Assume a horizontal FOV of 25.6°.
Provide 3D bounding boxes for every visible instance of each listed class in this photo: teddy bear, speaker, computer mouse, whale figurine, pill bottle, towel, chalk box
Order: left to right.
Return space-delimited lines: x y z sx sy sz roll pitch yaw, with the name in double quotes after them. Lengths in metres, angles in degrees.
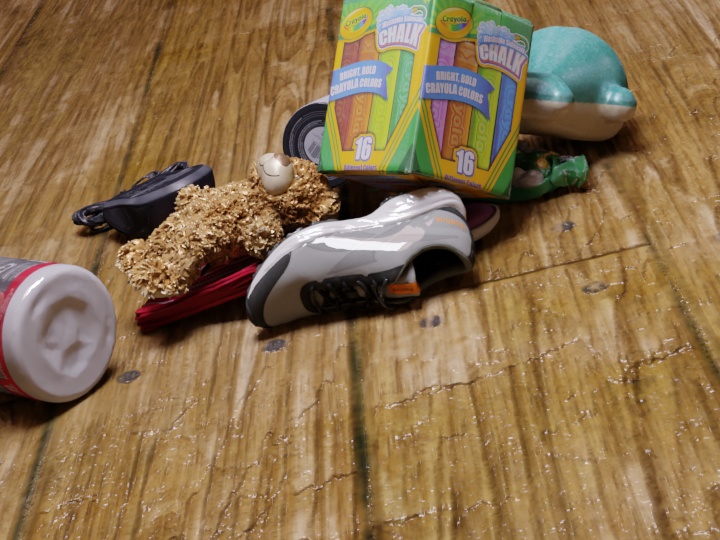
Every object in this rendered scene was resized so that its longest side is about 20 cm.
-0.306 0.043 1.315 0.199 0.112 0.111 5 30 39 "pill bottle"
-0.195 -0.064 1.566 0.138 0.053 0.200 -28 12 -22 "computer mouse"
-0.118 -0.043 1.348 0.199 0.067 0.145 -23 20 4 "teddy bear"
-0.113 -0.018 1.414 0.144 0.023 0.200 -19 21 21 "towel"
-0.006 -0.135 1.520 0.080 0.082 0.200 -6 12 18 "speaker"
0.059 -0.169 1.351 0.123 0.202 0.124 11 -6 -40 "chalk box"
0.177 -0.175 1.458 0.158 0.105 0.200 8 6 19 "whale figurine"

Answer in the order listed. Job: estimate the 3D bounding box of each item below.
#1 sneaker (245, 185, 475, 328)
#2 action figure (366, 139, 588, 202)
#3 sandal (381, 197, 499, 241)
0.000 0.000 1.286 0.199 0.074 0.080 -23 51 -1 "sneaker"
0.118 -0.096 1.454 0.199 0.055 0.118 6 28 31 "action figure"
0.020 -0.035 1.372 0.201 0.050 0.083 -14 24 6 "sandal"
